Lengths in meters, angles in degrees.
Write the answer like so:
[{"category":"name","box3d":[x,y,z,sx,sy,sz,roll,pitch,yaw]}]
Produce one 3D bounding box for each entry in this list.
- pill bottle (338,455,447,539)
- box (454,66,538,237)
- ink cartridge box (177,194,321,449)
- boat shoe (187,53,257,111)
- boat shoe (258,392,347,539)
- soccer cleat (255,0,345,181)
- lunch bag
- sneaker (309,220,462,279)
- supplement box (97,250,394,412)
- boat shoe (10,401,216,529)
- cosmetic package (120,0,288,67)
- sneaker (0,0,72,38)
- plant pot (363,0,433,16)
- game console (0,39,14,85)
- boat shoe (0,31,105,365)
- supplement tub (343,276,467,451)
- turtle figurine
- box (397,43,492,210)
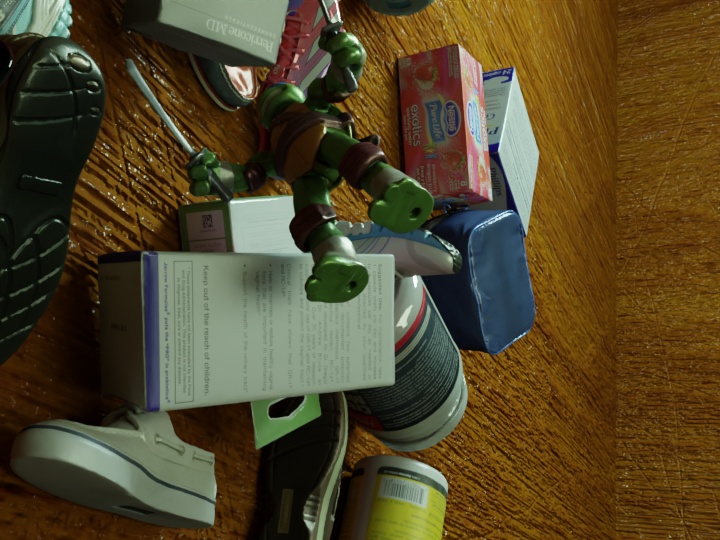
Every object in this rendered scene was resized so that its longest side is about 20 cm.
[{"category":"pill bottle","box3d":[0.026,0.309,0.860,0.112,0.109,0.203,54,41,-47]},{"category":"box","box3d":[0.209,-0.182,1.308,0.185,0.103,0.202,60,35,-42]},{"category":"ink cartridge box","box3d":[-0.094,0.039,0.709,0.103,0.058,0.204,-13,98,-61]},{"category":"boat shoe","box3d":[-0.117,-0.240,0.701,0.071,0.061,0.204,-41,124,-60]},{"category":"boat shoe","box3d":[-0.053,0.207,0.772,0.075,0.073,0.206,64,37,-62]},{"category":"soccer cleat","box3d":[-0.063,-0.187,0.777,0.076,0.066,0.204,-4,104,-48]},{"category":"lunch bag","box3d":[0.142,0.006,1.121,0.135,0.131,0.204,-21,105,-43]},{"category":"sneaker","box3d":[0.000,0.000,0.765,0.075,0.197,0.088,36,65,-57]},{"category":"supplement box","box3d":[-0.080,0.037,0.599,0.197,0.101,0.106,-2,90,-34]},{"category":"boat shoe","box3d":[-0.158,0.126,0.562,0.200,0.070,0.071,48,40,-55]},{"category":"cosmetic package","box3d":[-0.103,-0.267,0.619,0.105,0.090,0.204,8,93,-36]},{"category":"sneaker","box3d":[-0.212,-0.212,0.489,0.086,0.076,0.204,25,64,-56]},{"category":"plant pot","box3d":[0.071,-0.420,0.983,0.197,0.197,0.202,-56,135,-40]},{"category":"game console","box3d":[-0.268,-0.082,0.309,0.173,0.117,0.202,60,36,-42]},{"category":"boat shoe","box3d":[-0.209,-0.037,0.461,0.075,0.073,0.203,19,93,-64]},{"category":"supplement tub","box3d":[0.027,0.086,0.859,0.201,0.138,0.142,59,37,-41]},{"category":"turtle figurine","box3d":[-0.052,-0.088,0.543,0.195,0.142,0.202,54,-14,35]},{"category":"box","box3d":[0.117,-0.193,1.126,0.099,0.094,0.204,10,75,-62]}]
